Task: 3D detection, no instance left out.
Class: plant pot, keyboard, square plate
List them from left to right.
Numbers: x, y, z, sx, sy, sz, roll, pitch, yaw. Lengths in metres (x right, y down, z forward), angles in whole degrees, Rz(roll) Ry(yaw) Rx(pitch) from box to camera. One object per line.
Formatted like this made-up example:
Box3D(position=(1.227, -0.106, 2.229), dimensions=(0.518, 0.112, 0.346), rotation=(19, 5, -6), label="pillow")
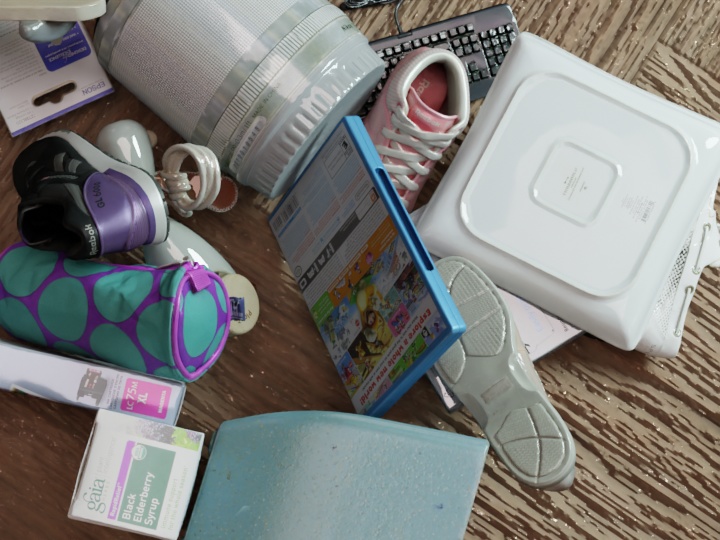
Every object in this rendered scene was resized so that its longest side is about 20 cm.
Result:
Box3D(position=(-0.030, 0.201, 1.121), dimensions=(0.199, 0.196, 0.197), rotation=(17, 80, 2), label="plant pot")
Box3D(position=(0.040, -0.196, 1.266), dimensions=(0.199, 0.021, 0.128), rotation=(-18, 85, -10), label="keyboard")
Box3D(position=(0.170, -0.068, 1.151), dimensions=(0.198, 0.028, 0.200), rotation=(27, 82, 9), label="square plate")

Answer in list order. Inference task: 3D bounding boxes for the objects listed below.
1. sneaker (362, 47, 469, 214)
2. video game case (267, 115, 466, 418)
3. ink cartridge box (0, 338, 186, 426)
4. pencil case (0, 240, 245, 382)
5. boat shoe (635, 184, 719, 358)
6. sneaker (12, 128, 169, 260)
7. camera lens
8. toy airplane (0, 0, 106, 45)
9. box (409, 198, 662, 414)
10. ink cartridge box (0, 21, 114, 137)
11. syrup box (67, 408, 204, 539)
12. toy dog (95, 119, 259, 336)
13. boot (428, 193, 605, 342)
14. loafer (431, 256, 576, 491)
Box3D(position=(0.029, -0.096, 1.201), dimensions=(0.075, 0.105, 0.201), rotation=(25, 87, -11), label="sneaker")
Box3D(position=(0.000, 0.000, 1.149), dimensions=(0.018, 0.143, 0.200), rotation=(-6, 60, -38), label="video game case")
Box3D(position=(-0.237, 0.082, 1.139), dimensions=(0.199, 0.119, 0.042), rotation=(15, 85, -5), label="ink cartridge box")
Box3D(position=(-0.193, 0.025, 1.122), dimensions=(0.199, 0.085, 0.093), rotation=(9, 95, 32), label="pencil case")
Box3D(position=(0.278, -0.021, 1.250), dimensions=(0.069, 0.071, 0.201), rotation=(22, 87, -6), label="boat shoe")
Box3D(position=(-0.236, -0.057, 1.121), dimensions=(0.087, 0.200, 0.076), rotation=(-23, 115, -33), label="sneaker")
Box3D(position=(-0.101, -0.176, 1.168), dimensions=(0.200, 0.160, 0.160), rotation=(41, 79, 3), label="camera lens")
Box3D(position=(-0.320, -0.206, 1.126), dimensions=(0.199, 0.141, 0.200), rotation=(-31, 54, -21), label="toy airplane")
Box3D(position=(0.116, -0.001, 1.176), dimensions=(0.200, 0.041, 0.156), rotation=(-31, 78, -3), label="box")
Box3D(position=(-0.289, -0.216, 1.217), dimensions=(0.094, 0.037, 0.201), rotation=(-26, 84, -9), label="ink cartridge box")
Box3D(position=(-0.165, 0.156, 1.097), dimensions=(0.081, 0.200, 0.079), rotation=(14, 80, -5), label="syrup box")
Box3D(position=(-0.136, -0.029, 1.178), dimensions=(0.131, 0.096, 0.201), rotation=(8, 114, 30), label="toy dog")
Box3D(position=(0.168, -0.045, 1.236), dimensions=(0.200, 0.068, 0.131), rotation=(42, 81, 2), label="boot")
Box3D(position=(0.104, 0.083, 1.112), dimensions=(0.072, 0.063, 0.200), rotation=(-30, 63, 6), label="loafer")
